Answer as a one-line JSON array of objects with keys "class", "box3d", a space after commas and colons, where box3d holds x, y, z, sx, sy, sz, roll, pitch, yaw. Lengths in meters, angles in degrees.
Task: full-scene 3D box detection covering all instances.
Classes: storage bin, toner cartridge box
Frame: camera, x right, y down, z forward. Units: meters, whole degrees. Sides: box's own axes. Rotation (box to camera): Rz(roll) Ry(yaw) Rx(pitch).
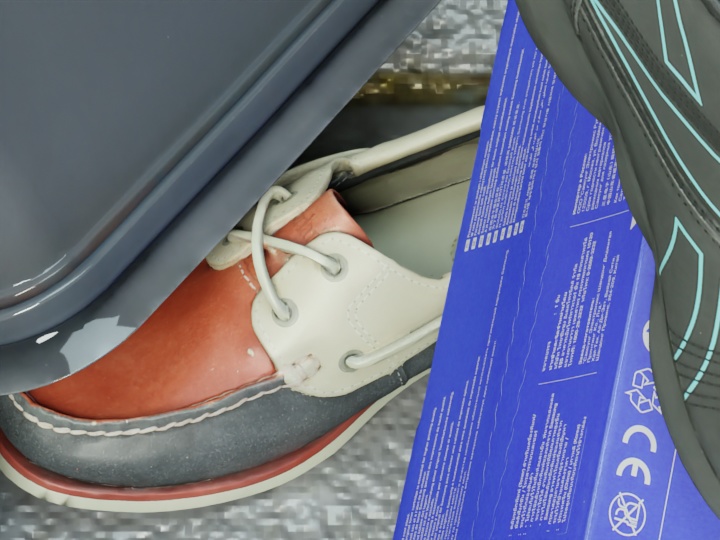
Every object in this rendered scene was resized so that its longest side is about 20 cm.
[{"class": "storage bin", "box3d": [-0.089, -0.088, 0.752, 0.145, 0.134, 0.200, 7, 43, 41]}, {"class": "toner cartridge box", "box3d": [0.058, 0.001, 0.675, 0.043, 0.095, 0.200, 18, 75, -21]}]

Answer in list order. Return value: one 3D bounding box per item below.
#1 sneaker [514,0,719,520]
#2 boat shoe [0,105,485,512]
[{"class": "sneaker", "box3d": [0.091, -0.012, 0.596, 0.075, 0.079, 0.200, -29, 93, -23]}, {"class": "boat shoe", "box3d": [0.000, 0.000, 0.748, 0.200, 0.063, 0.071, -19, 55, -15]}]
